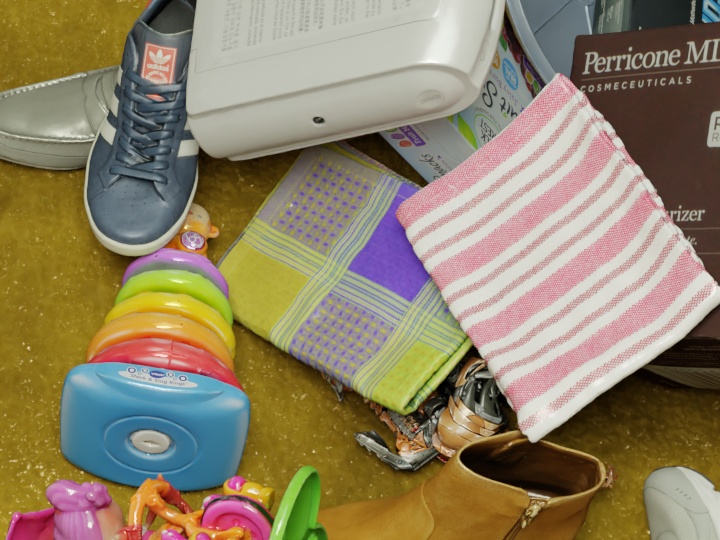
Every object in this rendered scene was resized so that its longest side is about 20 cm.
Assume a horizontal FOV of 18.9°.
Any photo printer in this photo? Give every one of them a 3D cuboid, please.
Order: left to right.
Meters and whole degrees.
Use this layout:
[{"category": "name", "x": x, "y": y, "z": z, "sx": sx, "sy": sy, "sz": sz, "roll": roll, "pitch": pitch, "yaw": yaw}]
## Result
[{"category": "photo printer", "x": -0.005, "y": -0.161, "z": 1.338, "sx": 0.199, "sy": 0.069, "sz": 0.167, "roll": -11, "pitch": 57, "yaw": 23}]

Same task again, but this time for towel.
[{"category": "towel", "x": 0.000, "y": 0.000, "z": 1.394, "sx": 0.200, "sy": 0.023, "sz": 0.144, "roll": 31, "pitch": 77, "yaw": 37}, {"category": "towel", "x": 0.114, "y": -0.010, "z": 1.298, "sx": 0.146, "sy": 0.030, "sz": 0.200, "roll": -40, "pitch": 51, "yaw": 13}]

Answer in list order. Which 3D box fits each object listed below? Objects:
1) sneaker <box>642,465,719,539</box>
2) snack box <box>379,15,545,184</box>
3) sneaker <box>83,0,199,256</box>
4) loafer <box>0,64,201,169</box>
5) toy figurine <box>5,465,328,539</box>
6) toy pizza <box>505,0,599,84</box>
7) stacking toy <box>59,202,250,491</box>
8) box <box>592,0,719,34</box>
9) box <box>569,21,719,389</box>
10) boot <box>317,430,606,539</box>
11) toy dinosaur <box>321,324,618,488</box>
[{"category": "sneaker", "x": 0.200, "y": 0.215, "z": 1.340, "sx": 0.092, "sy": 0.076, "sz": 0.201, "roll": -10, "pitch": 60, "yaw": -11}, {"category": "snack box", "x": 0.066, "y": -0.122, "z": 1.453, "sx": 0.053, "sy": 0.200, "sz": 0.143, "roll": -15, "pitch": 54, "yaw": 28}, {"category": "sneaker", "x": -0.131, "y": -0.109, "z": 1.382, "sx": 0.075, "sy": 0.085, "sz": 0.201, "roll": 10, "pitch": 62, "yaw": 0}, {"category": "loafer", "x": -0.161, "y": -0.114, "z": 1.469, "sx": 0.199, "sy": 0.070, "sz": 0.070, "roll": -9, "pitch": 60, "yaw": -16}, {"category": "toy figurine", "x": -0.125, "y": 0.177, "z": 1.247, "sx": 0.183, "sy": 0.201, "sz": 0.150, "roll": 14, "pitch": 36, "yaw": 12}, {"category": "toy pizza", "x": 0.148, "y": -0.198, "z": 1.548, "sx": 0.200, "sy": 0.032, "sz": 0.201, "roll": 25, "pitch": 57, "yaw": -46}, {"category": "stacking toy", "x": -0.120, "y": 0.030, "z": 1.379, "sx": 0.116, "sy": 0.110, "sz": 0.200, "roll": 9, "pitch": 50, "yaw": -4}, {"category": "box", "x": 0.240, "y": -0.149, "z": 1.548, "sx": 0.159, "sy": 0.046, "sz": 0.201, "roll": 26, "pitch": 54, "yaw": -24}, {"category": "box", "x": 0.228, "y": -0.035, "z": 1.356, "sx": 0.164, "sy": 0.166, "sz": 0.201, "roll": 20, "pitch": 75, "yaw": -44}, {"category": "boot", "x": 0.039, "y": 0.145, "z": 1.307, "sx": 0.200, "sy": 0.144, "sz": 0.071, "roll": -1, "pitch": 59, "yaw": -11}, {"category": "toy dinosaur", "x": 0.071, "y": 0.082, "z": 1.401, "sx": 0.200, "sy": 0.102, "sz": 0.136, "roll": 36, "pitch": 73, "yaw": -10}]
